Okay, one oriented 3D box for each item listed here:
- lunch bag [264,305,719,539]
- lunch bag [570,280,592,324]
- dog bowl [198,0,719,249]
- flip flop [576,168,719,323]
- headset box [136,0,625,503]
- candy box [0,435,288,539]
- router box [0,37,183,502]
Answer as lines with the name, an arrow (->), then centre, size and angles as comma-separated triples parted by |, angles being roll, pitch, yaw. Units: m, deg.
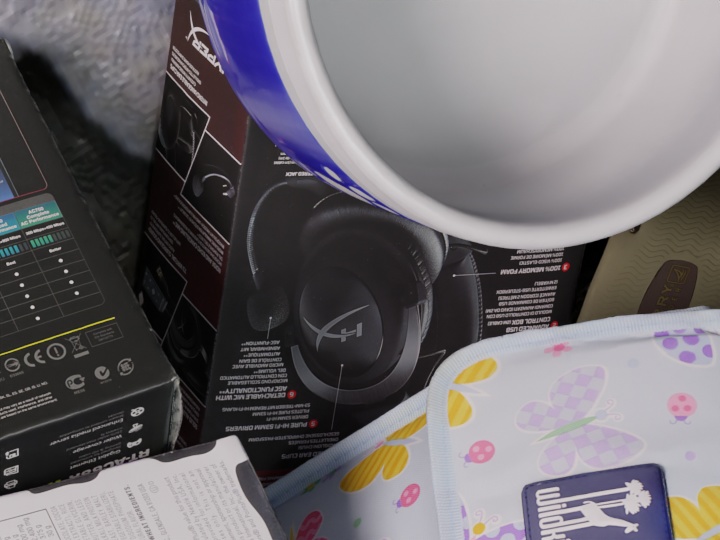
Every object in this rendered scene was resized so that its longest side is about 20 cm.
lunch bag -> 0.060, 0.118, 0.985 | 0.200, 0.170, 0.127 | -31, 135, 34
lunch bag -> 0.178, 0.031, 1.175 | 0.163, 0.118, 0.201 | -30, 130, -9
dog bowl -> 0.048, -0.111, 0.976 | 0.199, 0.079, 0.201 | -5, 101, -26
flip flop -> 0.119, -0.037, 1.080 | 0.058, 0.081, 0.201 | 56, 47, -47
headset box -> 0.000, 0.000, 1.086 | 0.148, 0.077, 0.201 | -4, 118, -26
candy box -> -0.133, 0.147, 0.960 | 0.199, 0.072, 0.168 | -14, 150, -29
router box -> -0.176, 0.023, 0.950 | 0.199, 0.150, 0.062 | -18, 149, -19
